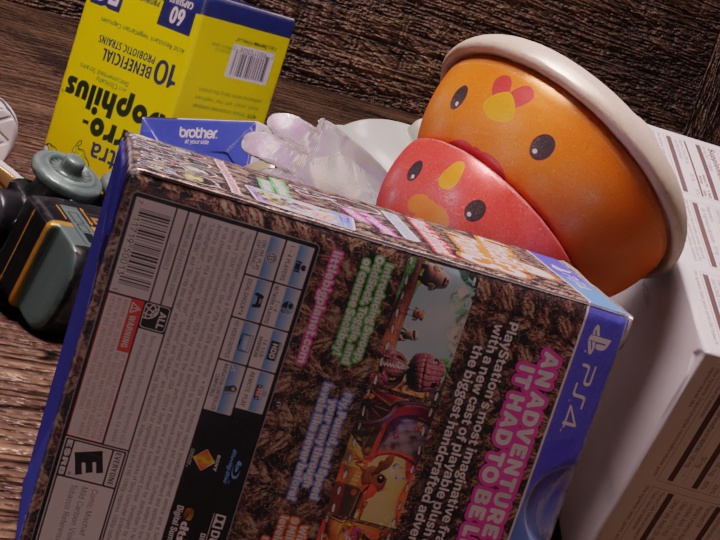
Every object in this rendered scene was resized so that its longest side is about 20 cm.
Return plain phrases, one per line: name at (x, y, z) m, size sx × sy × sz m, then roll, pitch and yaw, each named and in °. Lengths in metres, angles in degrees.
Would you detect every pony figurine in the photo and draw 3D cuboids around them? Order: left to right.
pony figurine at (-0.001, 0.036, 0.859) m, size 0.192 × 0.167 × 0.200 m, roll 30°, pitch 12°, yaw -31°

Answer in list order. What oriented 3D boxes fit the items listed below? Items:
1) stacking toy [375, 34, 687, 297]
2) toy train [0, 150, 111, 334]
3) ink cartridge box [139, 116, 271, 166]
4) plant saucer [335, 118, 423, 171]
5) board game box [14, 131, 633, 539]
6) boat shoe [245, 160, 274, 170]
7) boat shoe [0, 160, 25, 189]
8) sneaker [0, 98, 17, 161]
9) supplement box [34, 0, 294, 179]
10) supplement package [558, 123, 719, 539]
stacking toy at (0.040, 0.005, 0.730) m, size 0.146 × 0.200 × 0.146 m, roll 39°, pitch -18°, yaw 15°
toy train at (-0.136, -0.004, 0.970) m, size 0.199 × 0.086 × 0.114 m, roll 13°, pitch 28°, yaw -44°
ink cartridge box at (-0.059, -0.062, 1.106) m, size 0.093 × 0.045 × 0.200 m, roll 6°, pitch -6°, yaw 30°
plant saucer at (0.067, -0.047, 1.018) m, size 0.199 × 0.050 × 0.200 m, roll 32°, pitch 17°, yaw -11°
board game box at (-0.020, 0.054, 0.635) m, size 0.198 × 0.161 × 0.097 m, roll 17°, pitch 10°, yaw -13°
boat shoe at (0.000, 0.000, 1.017) m, size 0.199 × 0.069 × 0.075 m, roll 21°, pitch -36°, yaw -30°
boat shoe at (-0.289, -0.067, 1.047) m, size 0.199 × 0.071 × 0.069 m, roll 20°, pitch 12°, yaw 16°
sneaker at (-0.379, -0.150, 1.311) m, size 0.198 × 0.080 × 0.130 m, roll 15°, pitch 9°, yaw -18°
supplement box at (-0.145, -0.107, 1.145) m, size 0.108 × 0.202 × 0.109 m, roll 23°, pitch 11°, yaw 31°
supplement package at (0.175, 0.051, 0.827) m, size 0.110 × 0.157 × 0.201 m, roll 16°, pitch 34°, yaw -11°
